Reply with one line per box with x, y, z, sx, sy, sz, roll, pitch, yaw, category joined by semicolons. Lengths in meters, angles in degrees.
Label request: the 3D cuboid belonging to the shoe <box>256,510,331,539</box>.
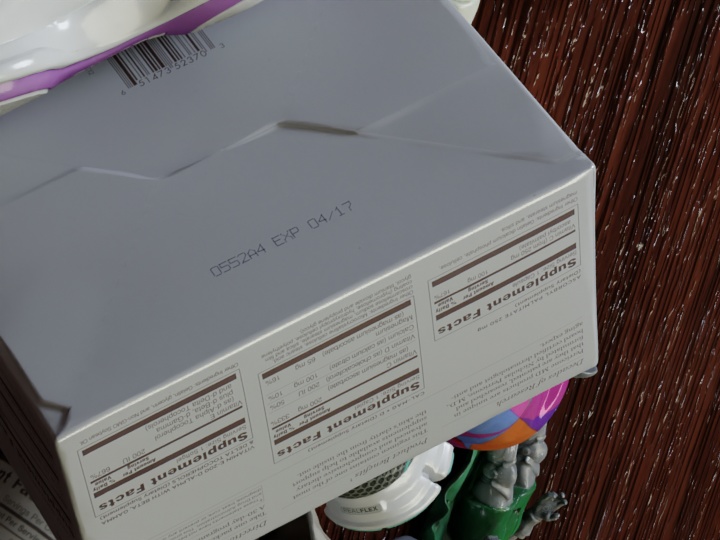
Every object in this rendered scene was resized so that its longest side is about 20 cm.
-0.046;0.148;1.153;0.200;0.070;0.053;-65;157;-67;shoe

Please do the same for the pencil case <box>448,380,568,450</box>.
0.037;0.021;1.321;0.088;0.088;0.200;-56;156;-7;pencil case

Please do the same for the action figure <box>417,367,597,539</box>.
0.070;0.130;1.538;0.118;0.055;0.200;-32;148;-49;action figure

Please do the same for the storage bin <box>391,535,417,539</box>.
0.019;0.225;1.447;0.200;0.134;0.146;-19;133;-53;storage bin

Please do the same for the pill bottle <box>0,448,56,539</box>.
-0.122;0.126;1.110;0.200;0.111;0.111;-52;154;-15;pill bottle

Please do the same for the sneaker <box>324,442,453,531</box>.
0.000;0.000;1.164;0.091;0.078;0.200;40;46;-57;sneaker

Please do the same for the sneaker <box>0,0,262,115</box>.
-0.111;-0.107;0.940;0.200;0.100;0.075;-26;-175;-24;sneaker

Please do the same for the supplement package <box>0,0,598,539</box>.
-0.043;-0.007;0.989;0.200;0.156;0.111;-26;143;-15;supplement package

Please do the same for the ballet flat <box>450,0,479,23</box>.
0.008;-0.107;1.145;0.200;0.069;0.069;-30;142;-46;ballet flat
